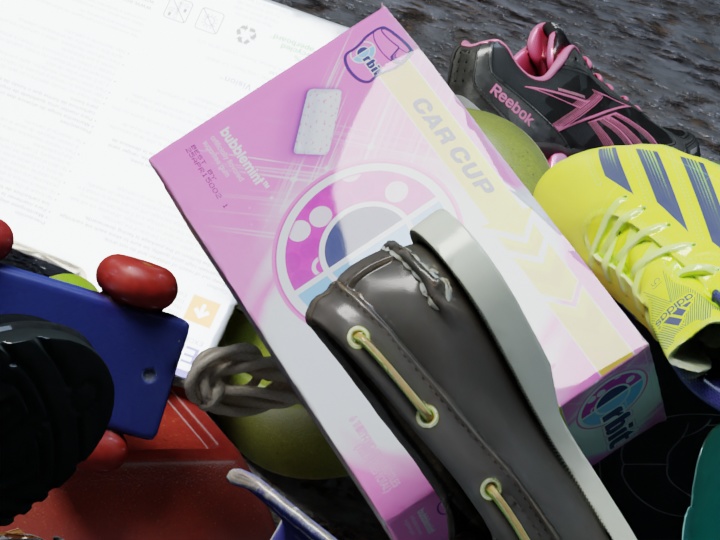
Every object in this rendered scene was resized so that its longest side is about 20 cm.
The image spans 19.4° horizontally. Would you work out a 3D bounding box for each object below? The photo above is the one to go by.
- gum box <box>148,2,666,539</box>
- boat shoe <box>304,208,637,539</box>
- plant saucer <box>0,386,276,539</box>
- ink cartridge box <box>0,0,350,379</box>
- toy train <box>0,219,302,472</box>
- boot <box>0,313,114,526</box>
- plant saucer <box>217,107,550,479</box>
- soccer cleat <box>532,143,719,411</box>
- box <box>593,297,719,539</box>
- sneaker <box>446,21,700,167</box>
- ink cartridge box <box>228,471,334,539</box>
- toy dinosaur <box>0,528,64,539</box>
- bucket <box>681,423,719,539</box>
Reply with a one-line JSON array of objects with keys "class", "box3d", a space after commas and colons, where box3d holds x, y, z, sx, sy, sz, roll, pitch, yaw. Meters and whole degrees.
[{"class": "gum box", "box3d": [0.013, 0.002, 0.809, 0.201, 0.113, 0.066, 55, -5, 30]}, {"class": "boat shoe", "box3d": [0.051, 0.081, 0.700, 0.060, 0.202, 0.072, -31, 11, -9]}, {"class": "plant saucer", "box3d": [-0.156, 0.054, 0.918, 0.198, 0.037, 0.200, 3, 26, -37]}, {"class": "ink cartridge box", "box3d": [-0.125, -0.057, 0.994, 0.198, 0.041, 0.201, 21, 66, 8]}, {"class": "toy train", "box3d": [-0.109, 0.031, 0.879, 0.198, 0.085, 0.116, 17, 4, -21]}, {"class": "boot", "box3d": [-0.206, 0.043, 0.752, 0.199, 0.077, 0.168, -31, 42, -12]}, {"class": "plant saucer", "box3d": [0.000, 0.000, 0.976, 0.031, 0.200, 0.200, 43, 3, -40]}, {"class": "soccer cleat", "box3d": [0.125, 0.006, 0.765, 0.083, 0.065, 0.200, -15, 34, -37]}, {"class": "box", "box3d": [0.180, 0.045, 0.890, 0.198, 0.149, 0.108, -1, 40, 9]}, {"class": "sneaker", "box3d": [0.117, -0.086, 1.145, 0.199, 0.097, 0.079, 1, 0, -44]}, {"class": "ink cartridge box", "box3d": [0.051, 0.162, 0.682, 0.199, 0.041, 0.200, 35, -8, 34]}, {"class": "toy dinosaur", "box3d": [-0.069, 0.141, 0.720, 0.198, 0.103, 0.136, 4, -2, 21]}, {"class": "bucket", "box3d": [0.207, 0.146, 0.765, 0.205, 0.136, 0.209, -1, 48, 1]}]
